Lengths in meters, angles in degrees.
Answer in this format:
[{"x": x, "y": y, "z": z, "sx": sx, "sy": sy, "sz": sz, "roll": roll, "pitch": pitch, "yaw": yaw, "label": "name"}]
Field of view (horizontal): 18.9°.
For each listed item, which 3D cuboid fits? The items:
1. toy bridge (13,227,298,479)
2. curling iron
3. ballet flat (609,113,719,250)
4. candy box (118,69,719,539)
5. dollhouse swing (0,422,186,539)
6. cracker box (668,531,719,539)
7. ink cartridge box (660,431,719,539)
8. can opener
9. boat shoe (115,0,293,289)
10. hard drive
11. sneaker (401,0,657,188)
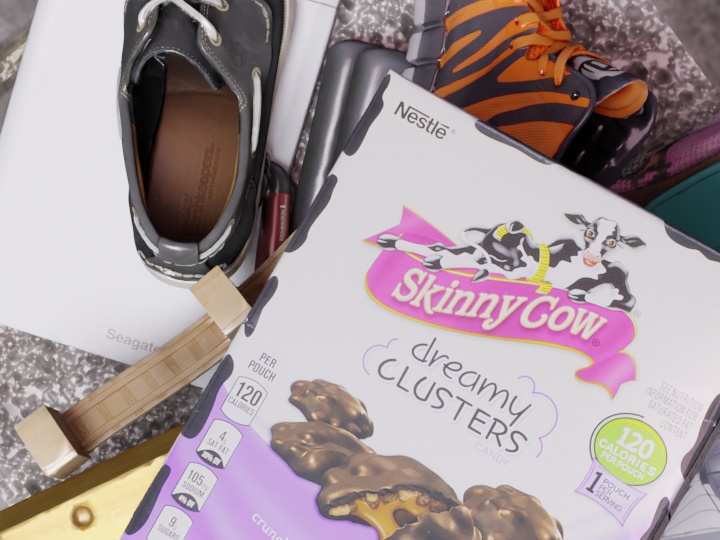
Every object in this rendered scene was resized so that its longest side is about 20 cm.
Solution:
[{"x": -0.054, "y": 0.015, "z": 0.907, "sx": 0.200, "sy": 0.067, "sz": 0.027, "roll": -40, "pitch": 81, "yaw": -3, "label": "toy bridge"}, {"x": -0.054, "y": 0.044, "z": 0.967, "sx": 0.049, "sy": 0.026, "sz": 0.202, "roll": -1, "pitch": 96, "yaw": 1, "label": "curling iron"}, {"x": 0.122, "y": -0.022, "z": 0.948, "sx": 0.199, "sy": 0.071, "sz": 0.069, "roll": -26, "pitch": 108, "yaw": 23, "label": "ballet flat"}, {"x": 0.035, "y": 0.057, "z": 0.787, "sx": 0.167, "sy": 0.072, "sz": 0.201, "roll": 29, "pitch": 86, "yaw": 12, "label": "candy box"}, {"x": -0.057, "y": 0.165, "z": 0.934, "sx": 0.180, "sy": 0.176, "sz": 0.201, "roll": -25, "pitch": 94, "yaw": 3, "label": "dollhouse swing"}, {"x": 0.112, "y": 0.198, "z": 0.947, "sx": 0.133, "sy": 0.057, "sz": 0.202, "roll": 7, "pitch": 95, "yaw": -40, "label": "cracker box"}, {"x": 0.064, "y": 0.064, "z": 0.859, "sx": 0.198, "sy": 0.039, "sz": 0.100, "roll": -12, "pitch": 98, "yaw": 14, "label": "ink cartridge box"}, {"x": 0.000, "y": 0.000, "z": 0.982, "sx": 0.066, "sy": 0.053, "sz": 0.202, "roll": 9, "pitch": 98, "yaw": -31, "label": "can opener"}, {"x": -0.068, "y": -0.096, "z": 0.920, "sx": 0.071, "sy": 0.068, "sz": 0.202, "roll": 1, "pitch": 81, "yaw": 7, "label": "boat shoe"}, {"x": -0.096, "y": -0.060, "z": 0.982, "sx": 0.131, "sy": 0.027, "sz": 0.202, "roll": 17, "pitch": 97, "yaw": 0, "label": "hard drive"}, {"x": 0.079, "y": -0.106, "z": 0.917, "sx": 0.111, "sy": 0.077, "sz": 0.202, "roll": 12, "pitch": 96, "yaw": 41, "label": "sneaker"}]
